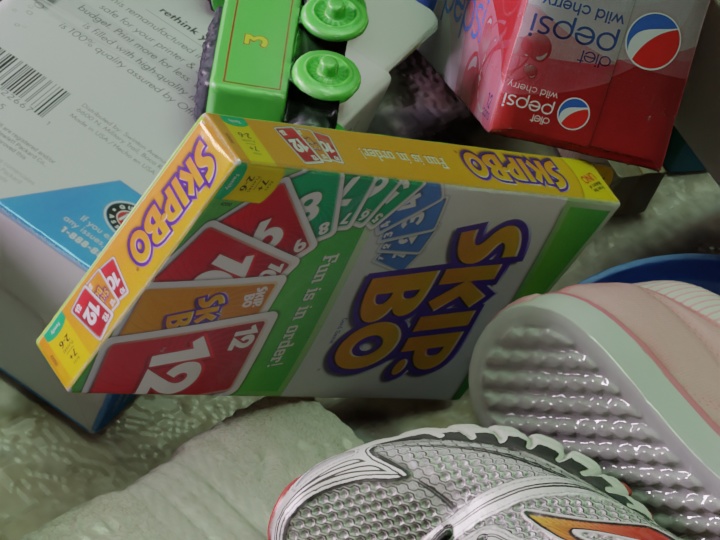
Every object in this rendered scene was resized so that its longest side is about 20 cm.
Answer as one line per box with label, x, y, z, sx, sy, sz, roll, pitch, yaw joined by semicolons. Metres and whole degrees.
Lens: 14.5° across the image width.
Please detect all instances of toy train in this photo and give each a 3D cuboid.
toy train;-0.022;-0.110;0.965;0.056;0.042;0.200;8;44;-2

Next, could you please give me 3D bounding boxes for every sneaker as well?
sneaker;0.125;0.082;0.856;0.200;0.075;0.105;53;33;14
sneaker;0.061;0.094;0.781;0.200;0.078;0.082;16;7;26

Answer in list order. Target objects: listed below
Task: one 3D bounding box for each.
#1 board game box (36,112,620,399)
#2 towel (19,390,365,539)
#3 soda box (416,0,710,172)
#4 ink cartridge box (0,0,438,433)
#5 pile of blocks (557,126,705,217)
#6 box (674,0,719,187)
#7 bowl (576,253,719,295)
board game box;0.000;0.000;0.882;0.200;0.096;0.030;1;45;-51
towel;0.003;0.126;0.849;0.200;0.035;0.132;42;44;19
soda box;0.062;-0.096;1.003;0.063;0.070;0.200;12;14;-13
ink cartridge box;-0.072;-0.048;0.958;0.116;0.067;0.200;34;43;10
pile of blocks;0.133;-0.098;1.105;0.082;0.062;0.200;23;43;-2
box;0.188;-0.030;0.938;0.095;0.078;0.200;-17;51;-17
bowl;0.138;0.081;0.949;0.200;0.039;0.201;13;44;-13
